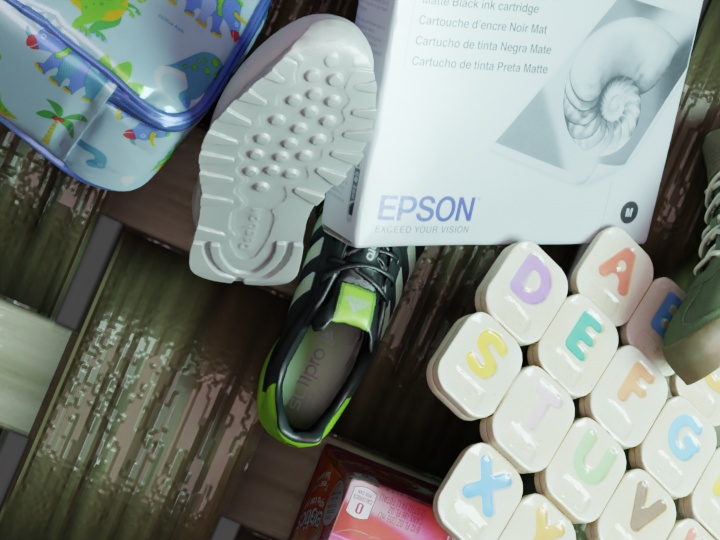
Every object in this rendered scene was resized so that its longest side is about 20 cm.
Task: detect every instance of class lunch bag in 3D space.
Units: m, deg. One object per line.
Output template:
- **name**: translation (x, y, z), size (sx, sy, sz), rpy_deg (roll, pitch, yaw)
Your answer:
- **lunch bag**: translation (-0.145, -0.150, 0.977), size (0.200, 0.161, 0.082), rpy_deg (38, 134, -8)

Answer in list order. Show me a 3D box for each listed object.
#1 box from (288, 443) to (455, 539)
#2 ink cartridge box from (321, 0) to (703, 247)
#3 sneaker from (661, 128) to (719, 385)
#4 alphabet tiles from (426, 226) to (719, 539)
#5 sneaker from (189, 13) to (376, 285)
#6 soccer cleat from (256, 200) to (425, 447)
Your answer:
- **box**: translation (0.058, 0.179, 1.075), size (0.199, 0.095, 0.100), rpy_deg (22, 92, -11)
- **ink cartridge box**: translation (0.084, -0.111, 1.018), size (0.198, 0.041, 0.202), rpy_deg (-2, 109, -34)
- **sneaker**: translation (0.206, -0.031, 1.069), size (0.090, 0.067, 0.200), rpy_deg (49, 61, -1)
- **alphabet tiles**: translation (0.124, 0.084, 1.031), size (0.200, 0.015, 0.196), rpy_deg (44, 61, -15)
- **sneaker**: translation (-0.044, -0.071, 0.980), size (0.076, 0.200, 0.081), rpy_deg (13, 57, -14)
- **soccer cleat**: translation (0.000, 0.000, 1.052), size (0.067, 0.081, 0.201), rpy_deg (20, 93, -11)
